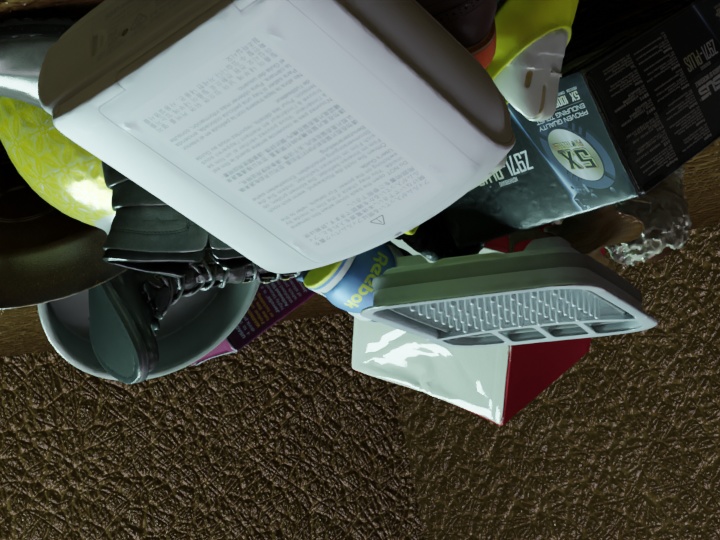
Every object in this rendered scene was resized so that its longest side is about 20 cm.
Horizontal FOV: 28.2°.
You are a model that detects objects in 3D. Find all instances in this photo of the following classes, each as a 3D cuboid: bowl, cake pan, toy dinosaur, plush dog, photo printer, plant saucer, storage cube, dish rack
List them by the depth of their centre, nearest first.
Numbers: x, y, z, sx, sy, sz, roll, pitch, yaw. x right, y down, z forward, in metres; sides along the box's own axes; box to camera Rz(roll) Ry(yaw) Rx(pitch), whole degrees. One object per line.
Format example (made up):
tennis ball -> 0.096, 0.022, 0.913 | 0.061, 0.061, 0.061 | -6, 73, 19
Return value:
photo printer -> -0.031, -0.080, 0.715 | 0.166, 0.070, 0.200 | -29, 137, 28
bowl -> -0.136, -0.071, 0.954 | 0.200, 0.108, 0.200 | -10, 175, -1
dish rack -> 0.107, 0.017, 1.012 | 0.171, 0.044, 0.200 | -6, 168, 24
plant saucer -> -0.243, -0.038, 1.044 | 0.200, 0.032, 0.200 | -4, -149, 2
toy dinosaur -> 0.158, -0.034, 1.050 | 0.101, 0.058, 0.200 | 1, 159, 4
plush dog -> 0.165, -0.103, 1.160 | 0.171, 0.161, 0.200 | 6, -166, -20
cake pan -> -0.176, -0.002, 1.193 | 0.200, 0.201, 0.037 | -8, -148, -29
storage cube -> 0.111, 0.009, 1.343 | 0.171, 0.200, 0.180 | 19, -149, 29

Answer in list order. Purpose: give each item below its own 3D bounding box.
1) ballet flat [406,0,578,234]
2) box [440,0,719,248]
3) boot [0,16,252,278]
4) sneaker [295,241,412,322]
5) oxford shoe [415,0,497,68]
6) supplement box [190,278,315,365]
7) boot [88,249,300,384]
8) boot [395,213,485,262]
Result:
ballet flat -> 0.074, -0.098, 0.841 | 0.200, 0.067, 0.067 | -45, 161, 20
box -> 0.160, -0.106, 0.959 | 0.200, 0.086, 0.164 | -34, -169, -40
boot -> -0.134, -0.065, 0.793 | 0.200, 0.131, 0.068 | 4, 173, -18
sneaker -> 0.000, 0.000, 1.132 | 0.082, 0.074, 0.200 | 29, -172, -8
oxford shoe -> -0.028, -0.142, 0.752 | 0.200, 0.071, 0.073 | -4, 141, -2
supplement box -> -0.092, -0.010, 1.363 | 0.200, 0.103, 0.131 | -37, -172, -26
boot -> -0.123, -0.001, 1.079 | 0.174, 0.200, 0.069 | -6, 130, -22
boot -> 0.058, -0.060, 1.149 | 0.211, 0.080, 0.158 | 6, -164, -45
